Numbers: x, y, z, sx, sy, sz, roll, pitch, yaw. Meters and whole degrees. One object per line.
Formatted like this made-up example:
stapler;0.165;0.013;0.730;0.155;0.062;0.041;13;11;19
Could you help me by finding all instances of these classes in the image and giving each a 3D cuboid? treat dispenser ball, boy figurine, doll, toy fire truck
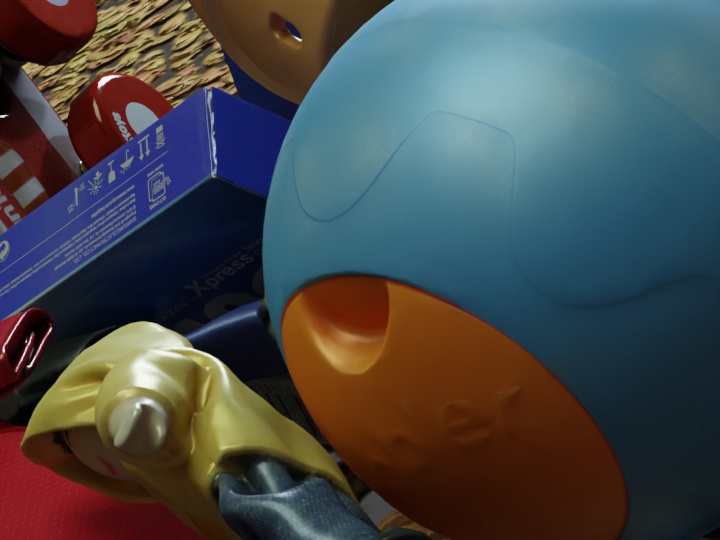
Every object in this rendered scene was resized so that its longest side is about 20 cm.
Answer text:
treat dispenser ball;0.068;-0.005;0.974;0.200;0.201;0.201;-24;22;10
boy figurine;-0.042;0.067;0.915;0.200;0.124;0.065;31;84;46
doll;-0.100;0.045;1.139;0.200;0.049;0.136;-16;-11;18
toy fire truck;-0.185;-0.062;1.409;0.112;0.200;0.168;-37;-2;29

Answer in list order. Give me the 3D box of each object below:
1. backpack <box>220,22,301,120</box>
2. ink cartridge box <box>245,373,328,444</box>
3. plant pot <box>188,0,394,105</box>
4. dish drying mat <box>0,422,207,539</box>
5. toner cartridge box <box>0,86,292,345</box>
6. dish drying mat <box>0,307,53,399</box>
backpack;-0.002;-0.175;1.420;0.162;0.200;0.168;-7;21;40
ink cartridge box;0.000;0.000;1.266;0.200;0.041;0.199;-41;25;-32
plant pot;0.029;-0.131;1.247;0.200;0.200;0.140;-28;39;1
dish drying mat;-0.052;0.096;0.986;0.200;0.018;0.077;17;33;19
toner cartridge box;-0.088;0.006;1.169;0.200;0.095;0.043;-33;49;37
dish drying mat;-0.204;0.069;1.075;0.200;0.018;0.077;-27;14;11
